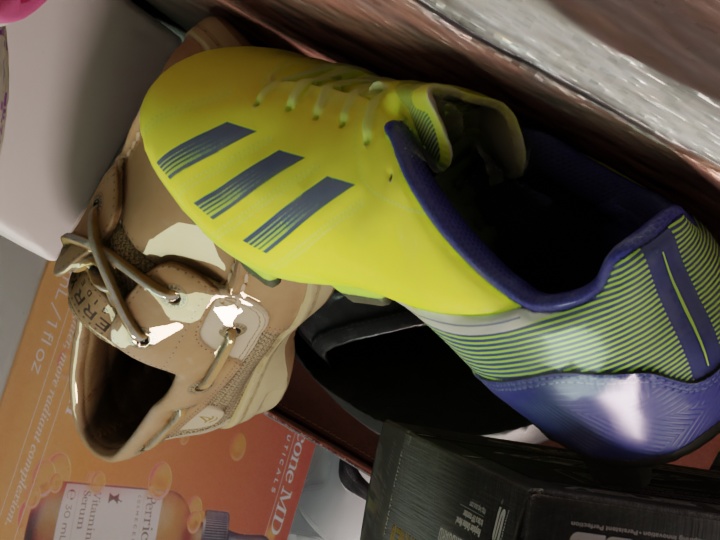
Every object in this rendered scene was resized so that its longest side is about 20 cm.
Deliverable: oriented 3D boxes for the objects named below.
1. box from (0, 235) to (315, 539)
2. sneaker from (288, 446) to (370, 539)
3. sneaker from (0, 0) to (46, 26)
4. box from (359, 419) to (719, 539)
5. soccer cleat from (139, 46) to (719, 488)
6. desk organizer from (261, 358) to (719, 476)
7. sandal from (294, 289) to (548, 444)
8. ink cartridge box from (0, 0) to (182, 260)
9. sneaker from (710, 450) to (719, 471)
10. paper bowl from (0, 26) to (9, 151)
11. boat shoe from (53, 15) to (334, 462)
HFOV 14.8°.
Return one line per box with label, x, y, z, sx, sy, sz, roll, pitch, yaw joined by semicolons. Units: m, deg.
box;-0.116;0.064;1.039;0.106;0.153;0.200;7;163;32
sneaker;0.001;0.084;1.193;0.075;0.115;0.200;34;-161;-10
sneaker;-0.127;-0.103;0.492;0.087;0.074;0.200;21;176;31
box;0.111;0.081;0.695;0.199;0.049;0.158;9;180;-12
soccer cleat;0.015;-0.023;0.661;0.200;0.065;0.084;32;150;42
desk organizer;0.022;0.032;0.944;0.199;0.077;0.072;28;-176;24
sandal;-0.001;0.001;0.875;0.200;0.075;0.048;27;157;42
ink cartridge box;-0.176;-0.094;0.865;0.200;0.083;0.146;26;174;45
sneaker;0.098;0.120;1.019;0.199;0.084;0.077;-17;128;29
paper bowl;-0.183;-0.049;0.656;0.200;0.201;0.104;31;176;-4
boat shoe;-0.053;0.002;0.823;0.071;0.064;0.200;52;157;22
